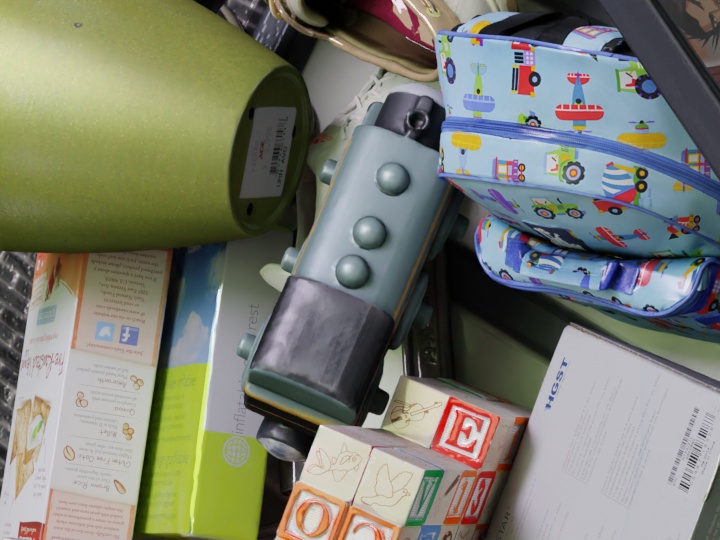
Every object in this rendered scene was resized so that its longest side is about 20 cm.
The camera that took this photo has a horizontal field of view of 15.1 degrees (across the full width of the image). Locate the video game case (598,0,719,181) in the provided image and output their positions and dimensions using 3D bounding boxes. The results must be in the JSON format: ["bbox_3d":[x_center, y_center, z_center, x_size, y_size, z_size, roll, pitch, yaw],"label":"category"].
[{"bbox_3d":[0.189,-0.124,1.263,0.025,0.181,0.200,-36,86,46],"label":"video game case"}]

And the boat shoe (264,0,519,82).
[{"bbox_3d":[-0.014,-0.155,1.408,0.200,0.066,0.074,25,128,28],"label":"boat shoe"}]

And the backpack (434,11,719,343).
[{"bbox_3d":[0.125,-0.049,1.327,0.182,0.200,0.135,14,87,39],"label":"backpack"}]

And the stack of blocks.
[{"bbox_3d":[0.029,0.116,1.355,0.058,0.200,0.116,22,94,20],"label":"stack of blocks"}]

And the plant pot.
[{"bbox_3d":[-0.134,-0.086,1.460,0.199,0.187,0.188,13,87,23],"label":"plant pot"}]

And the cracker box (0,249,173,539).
[{"bbox_3d":[-0.163,0.085,1.573,0.134,0.057,0.201,166,112,-71],"label":"cracker box"}]

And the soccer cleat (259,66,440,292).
[{"bbox_3d":[0.007,-0.071,1.486,0.069,0.077,0.201,142,148,-75],"label":"soccer cleat"}]

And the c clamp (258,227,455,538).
[{"bbox_3d":[-0.019,0.052,1.527,0.170,0.027,0.201,-9,72,36],"label":"c clamp"}]

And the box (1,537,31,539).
[{"bbox_3d":[-0.097,0.206,1.441,0.199,0.095,0.103,9,83,0],"label":"box"}]

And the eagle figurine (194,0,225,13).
[{"bbox_3d":[-0.036,-0.218,1.539,0.199,0.152,0.151,-8,104,13],"label":"eagle figurine"}]

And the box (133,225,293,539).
[{"bbox_3d":[-0.089,0.054,1.542,0.122,0.048,0.201,168,111,-65],"label":"box"}]

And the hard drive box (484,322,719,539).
[{"bbox_3d":[0.140,0.124,1.294,0.156,0.077,0.200,-69,21,3],"label":"hard drive box"}]

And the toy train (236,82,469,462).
[{"bbox_3d":[0.000,0.000,1.382,0.085,0.114,0.201,24,74,2],"label":"toy train"}]

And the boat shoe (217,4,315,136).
[{"bbox_3d":[-0.107,-0.126,1.615,0.200,0.073,0.075,39,103,38],"label":"boat shoe"}]
